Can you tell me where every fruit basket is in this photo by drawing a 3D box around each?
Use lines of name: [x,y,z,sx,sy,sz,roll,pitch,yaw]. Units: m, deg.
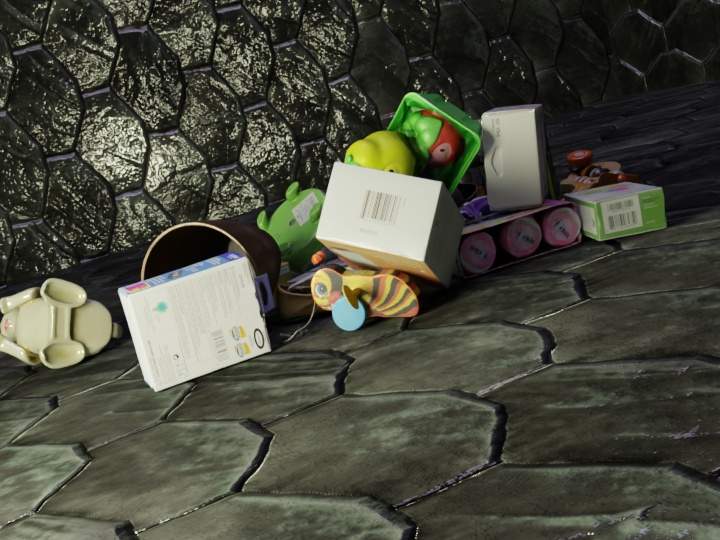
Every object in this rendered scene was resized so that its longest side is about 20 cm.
fruit basket: [0.070,-0.154,1.603,0.216,0.155,0.216,-54,-8,-11]

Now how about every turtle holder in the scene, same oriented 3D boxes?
turtle holder: [-0.098,-0.042,1.863,0.140,0.132,0.187,14,70,45]

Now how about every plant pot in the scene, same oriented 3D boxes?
plant pot: [-0.197,0.001,1.610,0.185,0.189,0.200,-12,10,20]

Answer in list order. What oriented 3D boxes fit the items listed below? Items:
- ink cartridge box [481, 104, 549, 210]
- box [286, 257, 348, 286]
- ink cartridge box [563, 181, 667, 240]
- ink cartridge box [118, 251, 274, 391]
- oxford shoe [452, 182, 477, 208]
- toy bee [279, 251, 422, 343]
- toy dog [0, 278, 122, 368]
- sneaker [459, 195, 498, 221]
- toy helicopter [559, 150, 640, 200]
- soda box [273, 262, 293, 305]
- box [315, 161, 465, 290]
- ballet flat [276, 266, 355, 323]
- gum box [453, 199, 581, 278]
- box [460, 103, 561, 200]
ink cartridge box: [0.241,-0.177,1.671,0.082,0.148,0.200,-4,10,13]
box: [0.000,0.000,1.765,0.155,0.042,0.199,-7,11,37]
ink cartridge box: [0.370,-0.093,1.625,0.103,0.060,0.200,-11,9,-5]
ink cartridge box: [-0.204,0.061,1.437,0.198,0.138,0.076,-18,15,-18]
oxford shoe: [0.118,-0.117,1.769,0.199,0.071,0.073,-11,-38,-51]
toy bee: [-0.023,0.026,1.442,0.198,0.110,0.131,-15,10,-6]
toy dog: [-0.515,0.088,1.800,0.199,0.141,0.193,-7,-1,41]
sneaker: [0.172,-0.066,1.723,0.199,0.081,0.083,-30,0,-33]
toy helicopter: [0.411,-0.145,1.922,0.131,0.080,0.200,2,28,33]
soda box: [-0.203,0.047,1.747,0.199,0.065,0.067,-21,11,-34]
box: [0.046,-0.056,1.462,0.151,0.108,0.200,12,-9,17]
ballet flat: [-0.033,0.027,1.585,0.198,0.064,0.069,-13,10,10]
gum box: [0.222,-0.051,1.618,0.198,0.067,0.113,-17,9,-10]
box: [0.234,-0.164,1.850,0.191,0.202,0.047,-13,6,18]
